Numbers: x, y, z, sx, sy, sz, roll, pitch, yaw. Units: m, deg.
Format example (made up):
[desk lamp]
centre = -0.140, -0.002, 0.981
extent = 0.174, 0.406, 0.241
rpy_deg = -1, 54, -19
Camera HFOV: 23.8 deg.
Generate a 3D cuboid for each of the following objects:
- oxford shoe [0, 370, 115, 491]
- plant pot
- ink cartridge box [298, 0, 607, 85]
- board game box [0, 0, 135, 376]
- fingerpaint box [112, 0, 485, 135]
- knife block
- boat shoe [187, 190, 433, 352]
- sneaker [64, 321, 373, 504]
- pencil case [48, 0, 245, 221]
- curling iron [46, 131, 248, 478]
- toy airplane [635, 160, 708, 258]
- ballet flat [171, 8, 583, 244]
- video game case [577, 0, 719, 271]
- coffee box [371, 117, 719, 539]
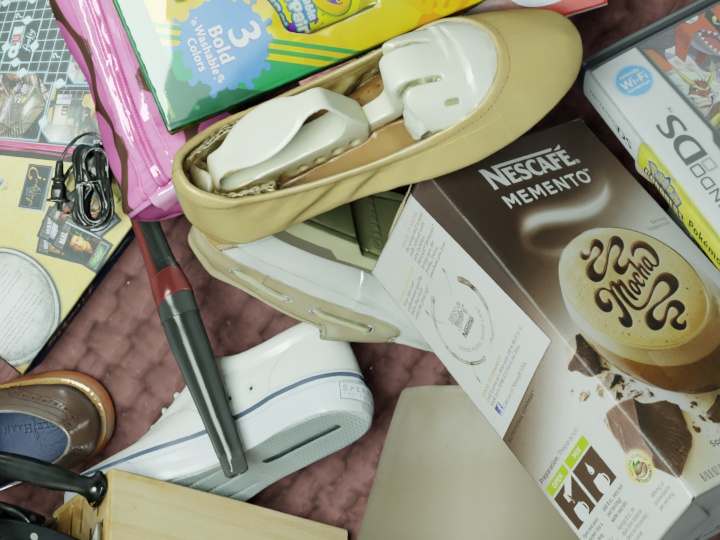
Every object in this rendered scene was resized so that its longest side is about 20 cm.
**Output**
[oxford shoe]
centre = -0.242, 0.101, 0.964
extent = 0.199, 0.073, 0.072
rpy_deg = -16, 97, 9
[plant pot]
centre = 0.078, 0.150, 0.890
extent = 0.199, 0.200, 0.174
rpy_deg = 2, 82, 6
[ink cartridge box]
centre = 0.017, -0.206, 0.883
extent = 0.175, 0.084, 0.201
rpy_deg = -17, 97, 9
[board game box]
centre = -0.179, -0.062, 0.952
extent = 0.135, 0.035, 0.200
rpy_deg = 38, 101, 0
[fingerpaint box]
centre = -0.052, -0.187, 0.796
extent = 0.166, 0.073, 0.201
rpy_deg = -23, 96, -5
[knife block]
centre = -0.117, 0.147, 0.907
extent = 0.199, 0.176, 0.064
rpy_deg = -7, 58, 8
[boat shoe]
centre = 0.000, 0.000, 0.896
extent = 0.200, 0.075, 0.068
rpy_deg = 30, 129, -33
[sneaker]
centre = -0.080, 0.088, 0.952
extent = 0.199, 0.073, 0.071
rpy_deg = -25, 55, 21
[pencil case]
centre = -0.118, -0.124, 0.871
extent = 0.090, 0.094, 0.201
rpy_deg = -22, 92, 4
[curling iron]
centre = -0.108, 0.019, 0.907
extent = 0.049, 0.026, 0.201
rpy_deg = -29, 83, 0
[toy airplane]
centre = 0.251, -0.007, 0.872
extent = 0.199, 0.141, 0.201
rpy_deg = -23, 82, -25
[ballet flat]
centre = 0.006, -0.069, 0.771
extent = 0.199, 0.063, 0.069
rpy_deg = -27, 65, 7
[video game case]
centre = 0.234, -0.075, 0.814
extent = 0.199, 0.026, 0.181
rpy_deg = -28, 61, -9
[coffee box]
centre = 0.112, 0.032, 0.808
extent = 0.200, 0.113, 0.080
rpy_deg = 51, 140, 24
